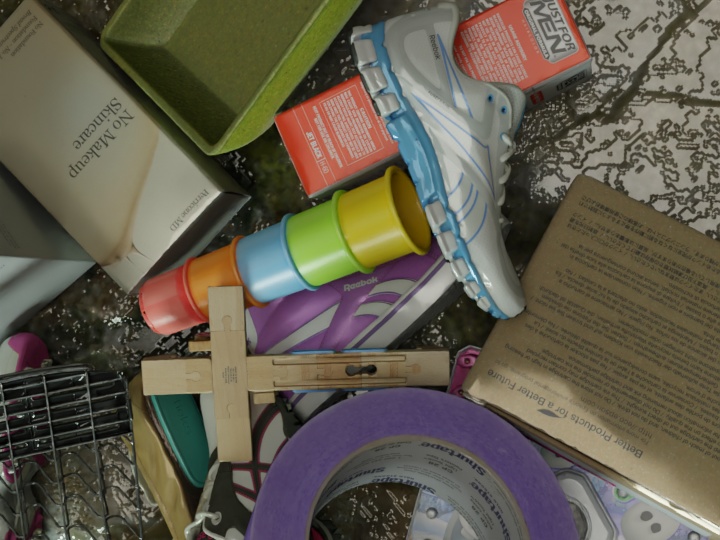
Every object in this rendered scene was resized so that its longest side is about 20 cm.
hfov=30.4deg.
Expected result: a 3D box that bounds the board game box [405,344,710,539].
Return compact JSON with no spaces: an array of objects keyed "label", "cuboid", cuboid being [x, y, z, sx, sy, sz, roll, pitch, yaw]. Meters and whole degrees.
[{"label":"board game box","cuboid":[0.135,0.173,0.898,0.199,0.026,0.201,16,93,12]}]

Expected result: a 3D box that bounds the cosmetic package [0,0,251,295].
[{"label":"cosmetic package","cuboid":[-0.187,-0.087,0.943,0.200,0.073,0.104,44,97,10]}]

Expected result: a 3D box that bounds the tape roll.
[{"label":"tape roll","cuboid":[0.027,0.179,0.804,0.199,0.085,0.201,4,64,-9]}]

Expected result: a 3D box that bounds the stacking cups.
[{"label":"stacking cups","cuboid":[-0.053,-0.002,0.868,0.199,0.060,0.061,-23,85,20]}]

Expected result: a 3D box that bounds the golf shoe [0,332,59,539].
[{"label":"golf shoe","cuboid":[-0.273,0.142,0.959,0.091,0.075,0.201,8,90,15]}]

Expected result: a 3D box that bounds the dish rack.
[{"label":"dish rack","cuboid":[-0.218,0.158,0.891,0.153,0.055,0.201,-11,110,-23]}]

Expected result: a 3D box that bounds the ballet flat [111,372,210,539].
[{"label":"ballet flat","cuboid":[-0.117,0.167,0.938,0.063,0.069,0.201,-31,78,33]}]

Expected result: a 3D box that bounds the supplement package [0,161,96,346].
[{"label":"supplement package","cuboid":[-0.289,-0.015,0.897,0.117,0.200,0.117,-41,82,8]}]

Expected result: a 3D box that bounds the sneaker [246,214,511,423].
[{"label":"sneaker","cuboid":[0.000,0.000,0.906,0.200,0.073,0.114,-39,79,8]}]

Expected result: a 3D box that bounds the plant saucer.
[{"label":"plant saucer","cuboid":[-0.069,-0.188,0.896,0.200,0.048,0.200,-53,45,7]}]

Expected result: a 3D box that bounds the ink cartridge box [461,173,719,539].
[{"label":"ink cartridge box","cuboid":[0.189,0.058,0.845,0.199,0.075,0.165,29,83,13]}]

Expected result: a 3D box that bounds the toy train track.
[{"label":"toy train track","cuboid":[-0.041,0.064,0.869,0.199,0.033,0.115,-2,98,3]}]

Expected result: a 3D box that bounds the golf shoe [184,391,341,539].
[{"label":"golf shoe","cuboid":[-0.077,0.148,0.880,0.077,0.088,0.201,-56,49,44]}]

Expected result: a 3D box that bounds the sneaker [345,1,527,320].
[{"label":"sneaker","cuboid":[0.068,-0.068,0.798,0.086,0.075,0.201,-24,99,4]}]

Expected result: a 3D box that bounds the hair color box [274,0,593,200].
[{"label":"hair color box","cuboid":[0.052,-0.115,0.880,0.199,0.101,0.062,-25,87,9]}]
